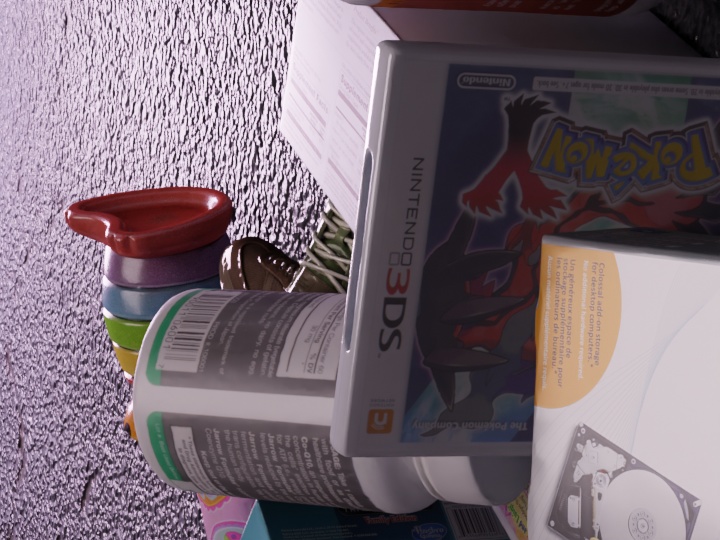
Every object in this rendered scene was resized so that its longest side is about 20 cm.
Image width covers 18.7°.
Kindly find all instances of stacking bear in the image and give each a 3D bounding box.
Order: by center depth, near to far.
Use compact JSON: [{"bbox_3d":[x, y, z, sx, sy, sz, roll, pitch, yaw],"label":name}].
[{"bbox_3d":[-0.139,0.049,1.618,0.121,0.113,0.202,23,122,56],"label":"stacking bear"}]

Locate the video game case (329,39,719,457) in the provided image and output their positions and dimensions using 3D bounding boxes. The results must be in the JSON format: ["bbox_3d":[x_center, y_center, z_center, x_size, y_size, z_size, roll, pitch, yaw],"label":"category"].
[{"bbox_3d":[0.092,-0.005,0.965,0.023,0.198,0.184,-136,49,-64],"label":"video game case"}]

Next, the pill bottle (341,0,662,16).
[{"bbox_3d":[0.083,-0.171,0.983,0.112,0.199,0.113,180,90,-67],"label":"pill bottle"}]

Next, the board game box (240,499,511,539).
[{"bbox_3d":[-0.011,0.206,1.267,0.201,0.150,0.047,113,147,-42],"label":"board game box"}]

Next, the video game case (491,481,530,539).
[{"bbox_3d":[0.107,0.066,1.154,0.200,0.024,0.183,-121,37,-48],"label":"video game case"}]

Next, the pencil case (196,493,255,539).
[{"bbox_3d":[-0.049,0.185,1.380,0.087,0.087,0.201,28,134,64],"label":"pencil case"}]

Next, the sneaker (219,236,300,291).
[{"bbox_3d":[-0.028,0.027,1.434,0.076,0.070,0.200,-58,41,23],"label":"sneaker"}]

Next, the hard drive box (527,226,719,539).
[{"bbox_3d":[0.166,0.069,0.873,0.199,0.076,0.157,7,97,45],"label":"hard drive box"}]

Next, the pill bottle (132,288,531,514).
[{"bbox_3d":[-0.011,0.069,1.154,0.199,0.113,0.114,3,94,30],"label":"pill bottle"}]

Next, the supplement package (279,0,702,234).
[{"bbox_3d":[0.069,-0.075,1.070,0.200,0.155,0.112,-125,39,-53],"label":"supplement package"}]

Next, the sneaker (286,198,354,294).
[{"bbox_3d":[0.000,0.000,1.228,0.067,0.089,0.201,40,143,41],"label":"sneaker"}]
